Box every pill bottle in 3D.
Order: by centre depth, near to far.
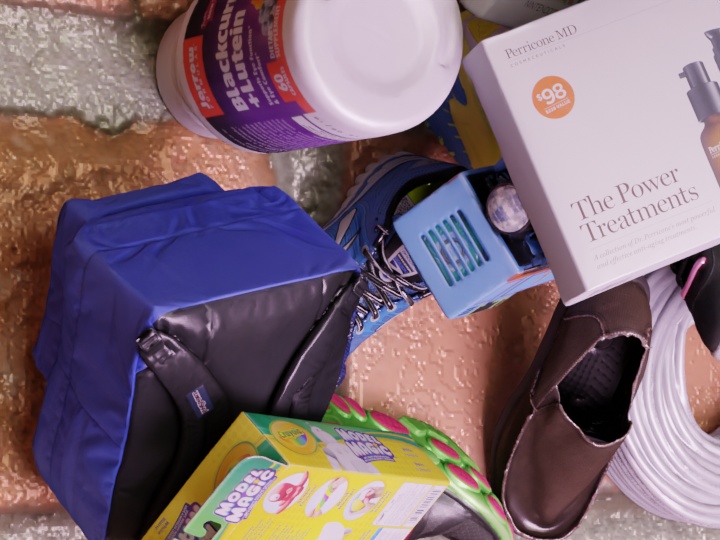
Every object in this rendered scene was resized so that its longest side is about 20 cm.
[{"bbox_3d":[-0.038,-0.125,1.530,0.111,0.200,0.112,2,86,-31],"label":"pill bottle"}]

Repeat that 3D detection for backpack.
[{"bbox_3d":[-0.102,0.057,1.509,0.162,0.168,0.200,-10,127,-30],"label":"backpack"}]

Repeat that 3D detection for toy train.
[{"bbox_3d":[0.109,-0.035,1.578,0.087,0.114,0.200,61,28,7],"label":"toy train"}]

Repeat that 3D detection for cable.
[{"bbox_3d":[0.234,0.070,1.765,0.200,0.069,0.200,32,72,-25],"label":"cable"}]

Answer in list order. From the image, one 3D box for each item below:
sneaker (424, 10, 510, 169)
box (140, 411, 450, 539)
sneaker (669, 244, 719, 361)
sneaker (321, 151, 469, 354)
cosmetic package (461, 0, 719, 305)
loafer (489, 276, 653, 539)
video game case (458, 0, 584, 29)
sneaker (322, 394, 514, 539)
[{"bbox_3d":[0.081,-0.095,1.682,0.076,0.105,0.200,-40,138,-23],"label":"sneaker"},{"bbox_3d":[-0.046,0.139,1.466,0.117,0.048,0.200,-51,153,15],"label":"box"},{"bbox_3d":[0.195,-0.025,1.681,0.099,0.071,0.200,14,44,-12],"label":"sneaker"},{"bbox_3d":[0.000,0.000,1.613,0.079,0.089,0.200,47,66,-20],"label":"sneaker"},{"bbox_3d":[0.177,-0.088,1.479,0.200,0.052,0.151,-22,84,-15],"label":"cosmetic package"},{"bbox_3d":[0.130,0.093,1.655,0.073,0.071,0.200,8,119,-10],"label":"loafer"},{"bbox_3d":[0.155,-0.218,1.545,0.023,0.182,0.200,44,104,17],"label":"video game case"},{"bbox_3d":[0.014,0.137,1.636,0.200,0.077,0.084,26,113,-36],"label":"sneaker"}]
